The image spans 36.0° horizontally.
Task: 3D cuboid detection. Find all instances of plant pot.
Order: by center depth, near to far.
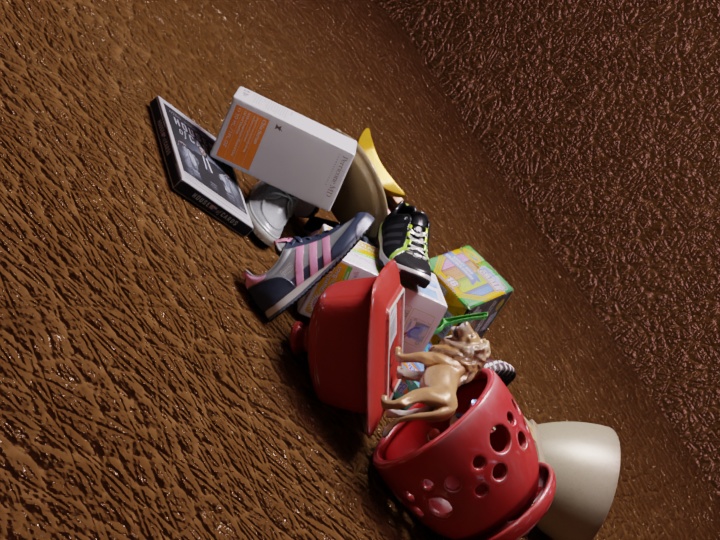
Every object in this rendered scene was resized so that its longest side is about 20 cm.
[{"bbox_3d":[0.140,0.259,1.436,0.184,0.199,0.201,56,16,-7],"label":"plant pot"}]

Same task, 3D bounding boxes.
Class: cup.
[{"bbox_3d":[0.306,0.324,1.772,0.141,0.203,0.201,21,23,-8],"label":"cup"}]

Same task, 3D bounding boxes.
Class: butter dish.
[{"bbox_3d":[-0.022,0.094,1.462,0.200,0.145,0.204,-48,141,-73],"label":"butter dish"}]

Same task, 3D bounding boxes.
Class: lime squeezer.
[{"bbox_3d":[0.102,0.070,1.797,0.196,0.071,0.038,18,57,-7],"label":"lime squeezer"}]

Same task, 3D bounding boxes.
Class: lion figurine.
[{"bbox_3d":[0.097,0.145,1.395,0.201,0.120,0.074,-72,163,-52],"label":"lion figurine"}]

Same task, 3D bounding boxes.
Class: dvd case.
[{"bbox_3d":[-0.233,-0.153,1.614,0.150,0.025,0.202,35,24,-43],"label":"dvd case"}]

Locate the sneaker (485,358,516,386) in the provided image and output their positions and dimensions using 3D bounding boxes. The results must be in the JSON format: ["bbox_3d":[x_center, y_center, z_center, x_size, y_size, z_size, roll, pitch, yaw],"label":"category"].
[{"bbox_3d":[0.206,0.156,2.017,0.199,0.076,0.116,24,28,-55],"label":"sneaker"}]

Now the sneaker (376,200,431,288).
[{"bbox_3d":[0.066,-0.047,1.602,0.071,0.084,0.201,22,19,-21],"label":"sneaker"}]

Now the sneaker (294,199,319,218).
[{"bbox_3d":[-0.087,-0.149,1.888,0.111,0.077,0.202,33,24,-42],"label":"sneaker"}]

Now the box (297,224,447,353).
[{"bbox_3d":[0.012,0.033,1.613,0.197,0.102,0.113,23,20,-17],"label":"box"}]

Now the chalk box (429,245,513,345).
[{"bbox_3d":[0.174,0.047,1.945,0.124,0.125,0.199,45,33,20],"label":"chalk box"}]

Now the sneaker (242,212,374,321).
[{"bbox_3d":[-0.071,-0.026,1.484,0.082,0.199,0.070,48,-13,1],"label":"sneaker"}]

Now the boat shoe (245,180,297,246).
[{"bbox_3d":[-0.132,-0.107,1.695,0.070,0.071,0.202,44,18,-18],"label":"boat shoe"}]

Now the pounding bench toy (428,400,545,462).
[{"bbox_3d":[0.178,0.233,1.694,0.156,0.124,0.201,45,17,-14],"label":"pounding bench toy"}]

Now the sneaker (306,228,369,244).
[{"bbox_3d":[0.000,0.000,1.698,0.197,0.096,0.080,23,24,-22],"label":"sneaker"}]

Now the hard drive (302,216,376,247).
[{"bbox_3d":[0.011,-0.014,1.825,0.199,0.033,0.139,39,-12,-32],"label":"hard drive"}]

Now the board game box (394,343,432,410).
[{"bbox_3d":[0.064,0.132,1.746,0.153,0.045,0.200,50,16,-1],"label":"board game box"}]

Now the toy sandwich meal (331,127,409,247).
[{"bbox_3d":[0.006,-0.135,1.766,0.205,0.070,0.208,43,-32,36],"label":"toy sandwich meal"}]

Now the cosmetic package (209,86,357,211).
[{"bbox_3d":[-0.114,-0.181,1.654,0.197,0.103,0.071,24,21,-6],"label":"cosmetic package"}]
